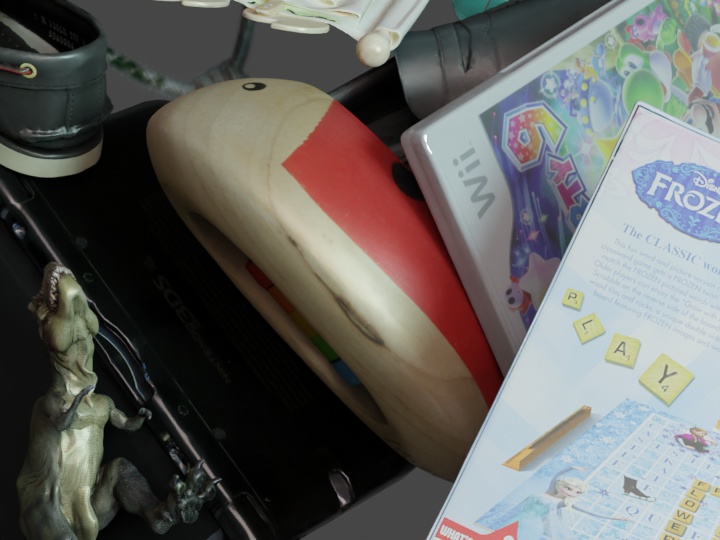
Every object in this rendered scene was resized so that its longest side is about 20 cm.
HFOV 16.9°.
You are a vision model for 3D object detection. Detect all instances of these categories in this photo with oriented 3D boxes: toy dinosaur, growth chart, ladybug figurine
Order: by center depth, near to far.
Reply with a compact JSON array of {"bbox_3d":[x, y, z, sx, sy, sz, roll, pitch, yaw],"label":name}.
[{"bbox_3d":[-0.107,0.101,0.942,0.088,0.047,0.202,18,99,36],"label":"toy dinosaur"},{"bbox_3d":[0.000,0.000,0.953,0.072,0.136,0.200,-43,101,-10],"label":"ladybug figurine"},{"bbox_3d":[-0.062,-0.130,1.014,0.199,0.145,0.018,17,115,15],"label":"growth chart"}]

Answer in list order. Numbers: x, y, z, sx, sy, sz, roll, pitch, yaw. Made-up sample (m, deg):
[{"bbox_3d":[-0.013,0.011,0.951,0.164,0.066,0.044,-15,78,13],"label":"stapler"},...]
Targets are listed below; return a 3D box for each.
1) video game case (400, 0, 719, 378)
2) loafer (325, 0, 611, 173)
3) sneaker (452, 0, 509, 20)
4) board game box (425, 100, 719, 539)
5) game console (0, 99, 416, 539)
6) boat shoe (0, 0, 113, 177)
[{"bbox_3d":[0.117,-0.034,0.952,0.199,0.018,0.144,-33,107,-31],"label":"video game case"},{"bbox_3d":[0.039,-0.072,1.004,0.200,0.070,0.068,-31,42,19],"label":"loafer"},{"bbox_3d":[0.078,-0.160,1.028,0.083,0.200,0.122,14,85,7],"label":"sneaker"},{"bbox_3d":[0.141,0.073,0.818,0.199,0.041,0.200,26,77,10],"label":"board game box"},{"bbox_3d":[-0.104,0.053,1.021,0.175,0.116,0.200,-26,75,-45],"label":"game console"},{"bbox_3d":[-0.181,-0.115,1.019,0.201,0.063,0.073,34,40,27],"label":"boat shoe"}]
